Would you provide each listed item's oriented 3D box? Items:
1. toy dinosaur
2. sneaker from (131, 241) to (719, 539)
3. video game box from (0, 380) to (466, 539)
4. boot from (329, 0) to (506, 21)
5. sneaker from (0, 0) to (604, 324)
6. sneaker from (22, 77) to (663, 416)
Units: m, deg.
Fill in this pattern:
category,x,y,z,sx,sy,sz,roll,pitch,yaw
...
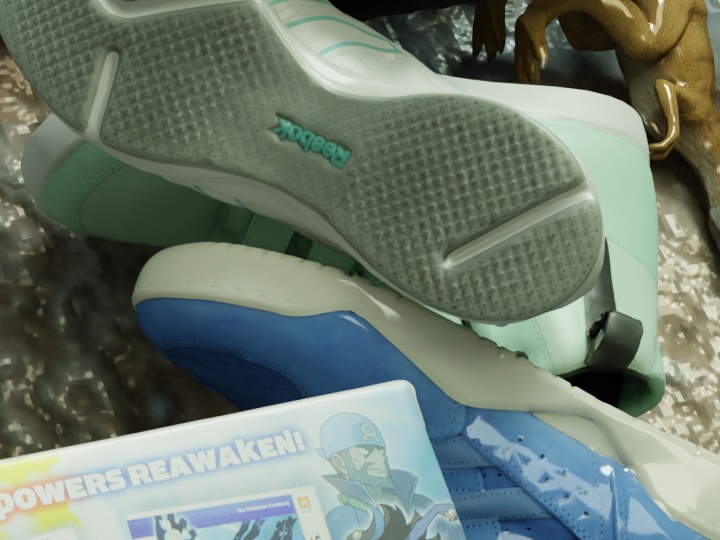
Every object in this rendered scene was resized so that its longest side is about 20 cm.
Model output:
category,x,y,z,sx,sy,sz,roll,pitch,yaw
toy dinosaur,0.096,-0.096,0.947,0.106,0.060,0.200,-7,84,-18
sneaker,0.013,0.076,0.758,0.200,0.077,0.111,26,75,-3
video game box,-0.046,0.129,0.631,0.200,0.047,0.182,-9,73,-34
boot,0.039,-0.131,0.825,0.211,0.158,0.079,-22,85,-21
sneaker,-0.019,-0.042,0.769,0.200,0.080,0.070,33,92,14
sneaker,0.000,0.000,0.831,0.200,0.074,0.118,2,56,-14
